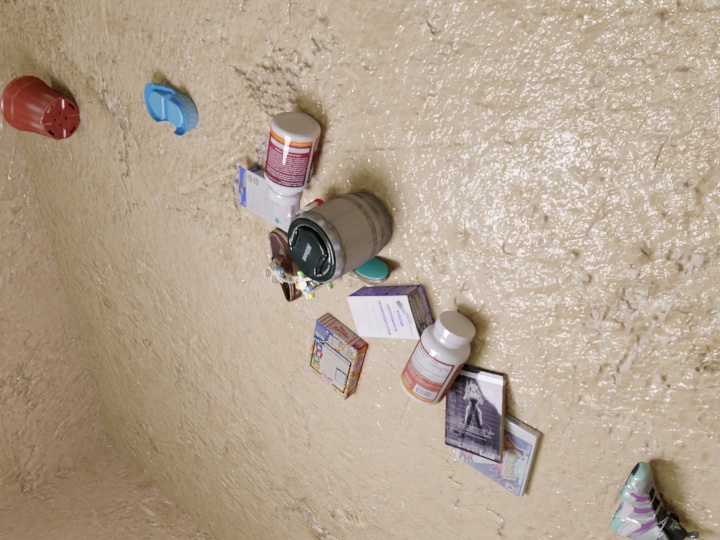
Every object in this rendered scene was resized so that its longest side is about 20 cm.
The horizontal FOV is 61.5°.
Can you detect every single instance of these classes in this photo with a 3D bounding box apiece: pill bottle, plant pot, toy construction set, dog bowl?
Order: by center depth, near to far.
[{"bbox_3d":[0.171,0.189,1.326,0.112,0.112,0.200,38,125,23],"label":"pill bottle"},{"bbox_3d":[-0.163,-0.256,1.406,0.113,0.113,0.200,38,134,23],"label":"pill bottle"},{"bbox_3d":[-0.148,0.020,1.540,0.200,0.131,0.092,11,120,41],"label":"toy construction set"},{"bbox_3d":[-0.532,-0.459,1.705,0.200,0.050,0.112,33,133,26],"label":"dog bowl"},{"bbox_3d":[-1.114,-0.560,2.137,0.195,0.201,0.201,25,129,23],"label":"plant pot"}]

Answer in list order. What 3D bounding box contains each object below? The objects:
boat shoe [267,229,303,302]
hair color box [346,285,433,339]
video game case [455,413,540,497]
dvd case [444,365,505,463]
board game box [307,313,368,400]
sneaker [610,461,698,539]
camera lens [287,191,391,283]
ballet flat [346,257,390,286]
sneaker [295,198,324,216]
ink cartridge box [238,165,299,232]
[{"bbox_3d":[-0.209,-0.010,1.628,0.072,0.072,0.201,-3,111,46],"label":"boat shoe"},{"bbox_3d":[0.068,0.097,1.422,0.200,0.065,0.110,-2,111,48],"label":"hair color box"},{"bbox_3d":[0.309,0.402,1.390,0.182,0.023,0.201,26,129,33],"label":"video game case"},{"bbox_3d":[0.255,0.315,1.359,0.148,0.016,0.201,8,102,43],"label":"dvd case"},{"bbox_3d":[-0.066,0.236,1.650,0.151,0.046,0.200,36,134,24],"label":"board game box"},{"bbox_3d":[0.561,0.453,1.134,0.140,0.078,0.200,23,137,32],"label":"sneaker"},{"bbox_3d":[-0.048,-0.075,1.330,0.160,0.200,0.160,24,128,34],"label":"camera lens"},{"bbox_3d":[0.000,0.000,1.439,0.200,0.068,0.072,21,146,36],"label":"ballet flat"},{"bbox_3d":[-0.097,-0.097,1.465,0.077,0.085,0.200,34,156,19],"label":"sneaker"},{"bbox_3d":[-0.241,-0.191,1.578,0.200,0.042,0.120,29,131,28],"label":"ink cartridge box"}]
